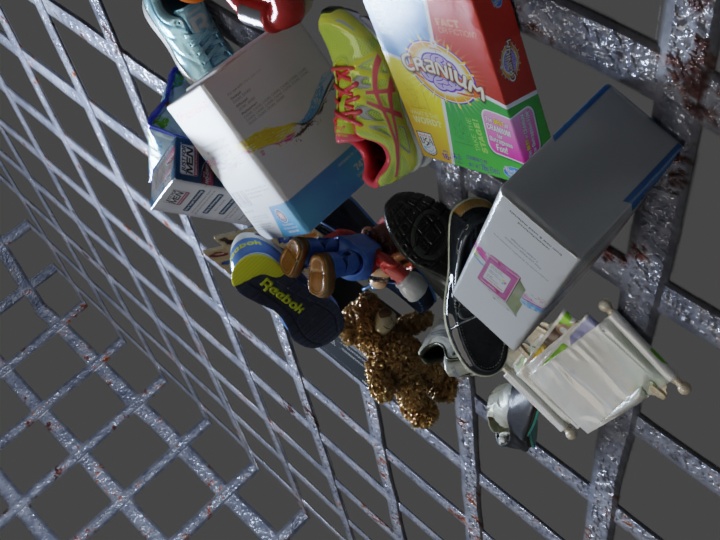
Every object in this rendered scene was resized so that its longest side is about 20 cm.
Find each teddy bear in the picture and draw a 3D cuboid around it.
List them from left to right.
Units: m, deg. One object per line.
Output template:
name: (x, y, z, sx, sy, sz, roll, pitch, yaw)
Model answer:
teddy bear: (0.057, 0.116, 1.302, 0.067, 0.144, 0.202, -13, 101, 64)

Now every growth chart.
growth chart: (0.236, 0.107, 1.050, 0.145, 0.018, 0.200, 51, 141, 2)

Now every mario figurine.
mario figurine: (0.000, 0.000, 1.176, 0.106, 0.199, 0.124, -38, 71, 42)

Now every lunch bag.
lunch bag: (-0.179, -0.166, 1.333, 0.198, 0.128, 0.170, 21, 158, -2)

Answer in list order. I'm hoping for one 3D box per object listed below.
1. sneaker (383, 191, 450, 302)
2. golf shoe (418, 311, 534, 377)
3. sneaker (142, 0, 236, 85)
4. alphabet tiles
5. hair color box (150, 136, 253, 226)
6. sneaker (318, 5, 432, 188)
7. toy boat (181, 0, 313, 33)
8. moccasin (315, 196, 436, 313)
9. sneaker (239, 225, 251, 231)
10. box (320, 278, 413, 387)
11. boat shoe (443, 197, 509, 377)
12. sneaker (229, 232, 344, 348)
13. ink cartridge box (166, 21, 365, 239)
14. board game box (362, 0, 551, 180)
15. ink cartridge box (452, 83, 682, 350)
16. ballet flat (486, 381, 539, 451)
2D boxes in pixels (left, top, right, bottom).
sneaker: (0.097, -0.005, 1.140, 0.200, 0.076, 0.091, 49, 165, 5)
golf shoe: (0.151, 0.104, 1.181, 0.199, 0.097, 0.079, 12, 137, 55)
sneaker: (-0.208, -0.295, 1.237, 0.200, 0.074, 0.082, 46, 162, 4)
alphabet tiles: (-0.117, -0.020, 1.374, 0.200, 0.165, 0.006, 48, -146, -63)
hair color box: (-0.157, -0.106, 1.251, 0.100, 0.198, 0.061, -35, 52, 54)
sneaker: (0.003, -0.172, 1.006, 0.078, 0.090, 0.201, 15, 140, 58)
toy boat: (-0.140, -0.317, 0.982, 0.130, 0.131, 0.201, 28, 151, 41)
moccasin: (0.012, -0.012, 1.292, 0.200, 0.068, 0.081, 44, 159, 8)
sneaker: (-0.103, -0.048, 1.402, 0.199, 0.108, 0.070, 13, 140, 57)
box: (-0.013, 0.086, 1.499, 0.199, 0.079, 0.142, 37, 153, 28)
boat shoe: (0.128, 0.025, 1.044, 0.062, 0.074, 0.202, -121, 25, -69)
sneaker: (-0.089, 0.022, 1.213, 0.200, 0.074, 0.082, 48, -173, -40)
ink cartridge box: (-0.095, -0.161, 1.140, 0.201, 0.146, 0.146, 54, 159, -15)
board game box: (0.088, -0.181, 0.891, 0.152, 0.040, 0.201, 24, 148, 48)
ink cartridge box: (0.167, -0.038, 0.835, 0.085, 0.144, 0.200, 42, 158, 11)
ballet flat: (0.193, 0.182, 1.239, 0.073, 0.073, 0.200, 39, 165, 22)
